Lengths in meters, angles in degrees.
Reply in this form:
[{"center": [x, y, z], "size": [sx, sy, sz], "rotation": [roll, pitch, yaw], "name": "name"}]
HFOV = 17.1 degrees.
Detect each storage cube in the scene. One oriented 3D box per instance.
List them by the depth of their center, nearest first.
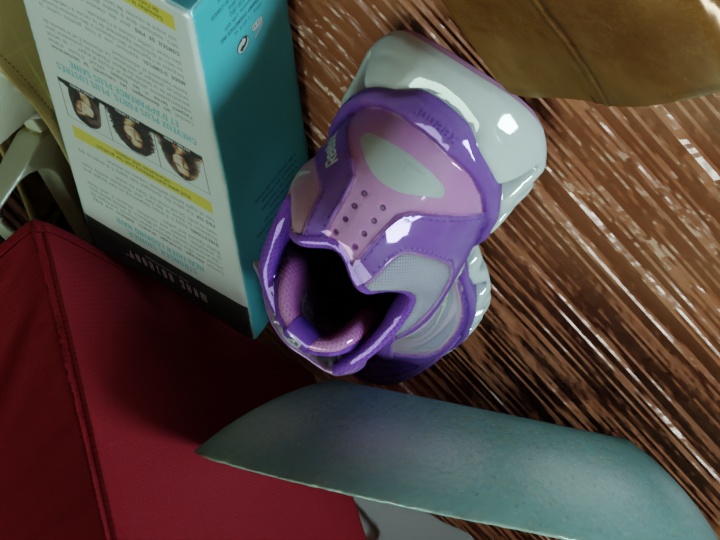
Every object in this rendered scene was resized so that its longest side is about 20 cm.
[{"center": [-0.111, 0.124, 0.949], "size": [0.200, 0.171, 0.180], "rotation": [31, -151, -43], "name": "storage cube"}]

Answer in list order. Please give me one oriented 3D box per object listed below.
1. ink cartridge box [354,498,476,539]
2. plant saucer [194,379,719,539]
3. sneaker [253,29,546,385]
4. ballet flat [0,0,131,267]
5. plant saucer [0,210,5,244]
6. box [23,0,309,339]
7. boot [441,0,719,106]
[{"center": [0.003, 0.188, 1.148], "size": [0.144, 0.084, 0.200], "rotation": [22, 150, 32], "name": "ink cartridge box"}, {"center": [0.040, 0.069, 0.874], "size": [0.200, 0.039, 0.201], "rotation": [11, 177, 1], "name": "plant saucer"}, {"center": [0.000, 0.000, 0.820], "size": [0.080, 0.089, 0.200], "rotation": [33, 158, 7], "name": "sneaker"}, {"center": [-0.129, -0.053, 0.933], "size": [0.068, 0.063, 0.200], "rotation": [24, 153, 41], "name": "ballet flat"}, {"center": [-0.224, -0.070, 1.053], "size": [0.200, 0.050, 0.200], "rotation": [31, 155, 17], "name": "plant saucer"}, {"center": [-0.065, -0.061, 0.849], "size": [0.082, 0.049, 0.200], "rotation": [30, 154, 20], "name": "box"}, {"center": [0.002, -0.126, 0.659], "size": [0.188, 0.069, 0.200], "rotation": [1, 144, 43], "name": "boot"}]
